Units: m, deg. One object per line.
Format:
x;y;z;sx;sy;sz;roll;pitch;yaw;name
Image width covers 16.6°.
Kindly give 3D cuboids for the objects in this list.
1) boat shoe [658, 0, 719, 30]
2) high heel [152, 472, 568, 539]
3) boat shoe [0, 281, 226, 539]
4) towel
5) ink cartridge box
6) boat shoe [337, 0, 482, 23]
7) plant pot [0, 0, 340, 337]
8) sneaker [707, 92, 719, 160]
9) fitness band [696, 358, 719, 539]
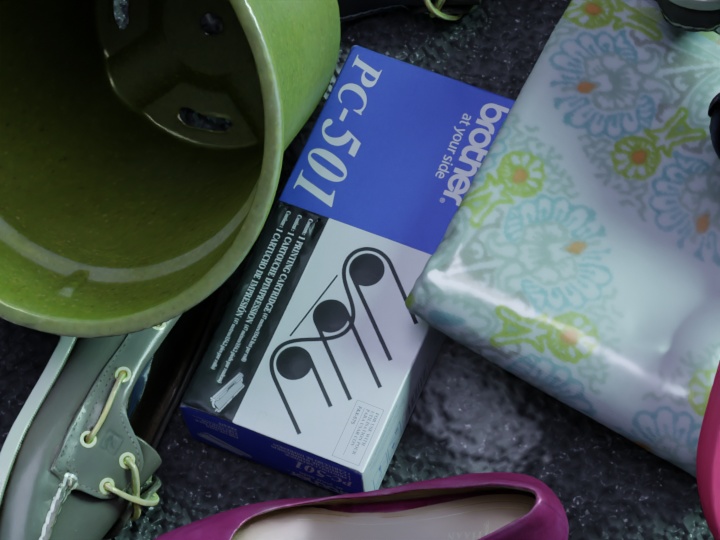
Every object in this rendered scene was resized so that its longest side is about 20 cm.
0.181;-0.175;1.167;0.071;0.061;0.202;18;50;10;boat shoe
-0.010;0.119;1.064;0.198;0.096;0.068;2;64;8;high heel
-0.117;0.076;1.112;0.060;0.072;0.203;9;62;17;boat shoe
0.137;-0.022;1.125;0.170;0.048;0.201;28;66;4;towel
0.000;0.000;1.150;0.093;0.044;0.201;20;68;14;ink cartridge box
0.051;-0.159;1.205;0.200;0.072;0.061;-22;71;2;boat shoe
-0.098;-0.095;1.112;0.199;0.184;0.202;6;109;17;plant pot
0.179;-0.090;1.052;0.074;0.081;0.201;-23;107;-12;sneaker
0.222;0.053;1.050;0.143;0.037;0.201;15;100;-6;fitness band
